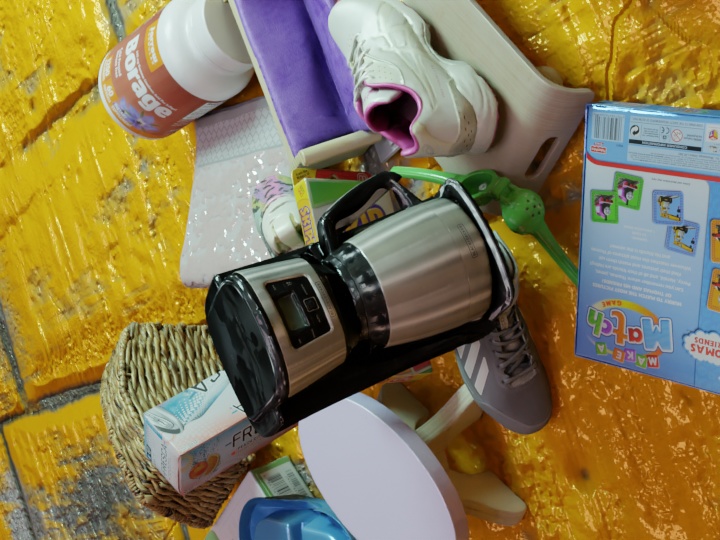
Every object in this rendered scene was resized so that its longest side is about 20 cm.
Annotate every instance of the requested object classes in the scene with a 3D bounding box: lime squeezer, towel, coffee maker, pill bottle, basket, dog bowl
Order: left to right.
[{"bbox_3d":[-0.227,0.179,1.225,0.150,0.141,0.201,-56,45,38],"label":"basket"},{"bbox_3d":[-0.179,-0.217,1.118,0.199,0.111,0.114,-20,87,48],"label":"pill bottle"},{"bbox_3d":[-0.115,-0.082,1.108,0.199,0.032,0.194,-6,78,47],"label":"towel"},{"bbox_3d":[-0.045,0.279,1.070,0.199,0.049,0.113,-3,96,50],"label":"dog bowl"},{"bbox_3d":[-0.006,0.042,0.820,0.135,0.198,0.193,54,155,34],"label":"coffee maker"},{"bbox_3d":[0.111,-0.053,0.880,0.199,0.071,0.038,32,80,15],"label":"lime squeezer"}]

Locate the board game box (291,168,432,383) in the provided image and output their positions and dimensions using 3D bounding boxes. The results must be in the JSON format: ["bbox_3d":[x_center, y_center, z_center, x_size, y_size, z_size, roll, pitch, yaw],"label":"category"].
[{"bbox_3d":[0.000,0.000,0.957,0.030,0.095,0.202,-34,64,47],"label":"board game box"}]

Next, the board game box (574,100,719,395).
[{"bbox_3d":[0.234,-0.018,0.804,0.150,0.036,0.203,14,110,42],"label":"board game box"}]

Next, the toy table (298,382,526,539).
[{"bbox_3d":[0.050,0.176,0.990,0.201,0.116,0.185,52,132,22],"label":"toy table"}]

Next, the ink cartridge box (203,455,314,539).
[{"bbox_3d":[-0.115,0.314,1.239,0.104,0.059,0.201,53,132,22],"label":"ink cartridge box"}]

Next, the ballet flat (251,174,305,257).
[{"bbox_3d":[-0.048,-0.007,0.979,0.069,0.071,0.202,-30,74,12],"label":"ballet flat"}]

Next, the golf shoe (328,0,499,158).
[{"bbox_3d":[0.023,-0.160,0.872,0.200,0.091,0.076,46,142,33],"label":"golf shoe"}]

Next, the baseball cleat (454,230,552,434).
[{"bbox_3d":[0.110,0.048,0.893,0.201,0.069,0.106,60,166,-4],"label":"baseball cleat"}]

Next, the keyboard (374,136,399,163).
[{"bbox_3d":[-0.005,-0.201,1.008,0.056,0.011,0.202,141,110,-74],"label":"keyboard"}]

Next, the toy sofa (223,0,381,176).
[{"bbox_3d":[-0.053,-0.197,0.996,0.202,0.082,0.098,69,161,6],"label":"toy sofa"}]

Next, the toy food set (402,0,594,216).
[{"bbox_3d":[0.096,-0.162,0.901,0.201,0.060,0.144,54,144,23],"label":"toy food set"}]

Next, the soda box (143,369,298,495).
[{"bbox_3d":[-0.118,0.139,1.089,0.068,0.199,0.064,38,138,31],"label":"soda box"}]
